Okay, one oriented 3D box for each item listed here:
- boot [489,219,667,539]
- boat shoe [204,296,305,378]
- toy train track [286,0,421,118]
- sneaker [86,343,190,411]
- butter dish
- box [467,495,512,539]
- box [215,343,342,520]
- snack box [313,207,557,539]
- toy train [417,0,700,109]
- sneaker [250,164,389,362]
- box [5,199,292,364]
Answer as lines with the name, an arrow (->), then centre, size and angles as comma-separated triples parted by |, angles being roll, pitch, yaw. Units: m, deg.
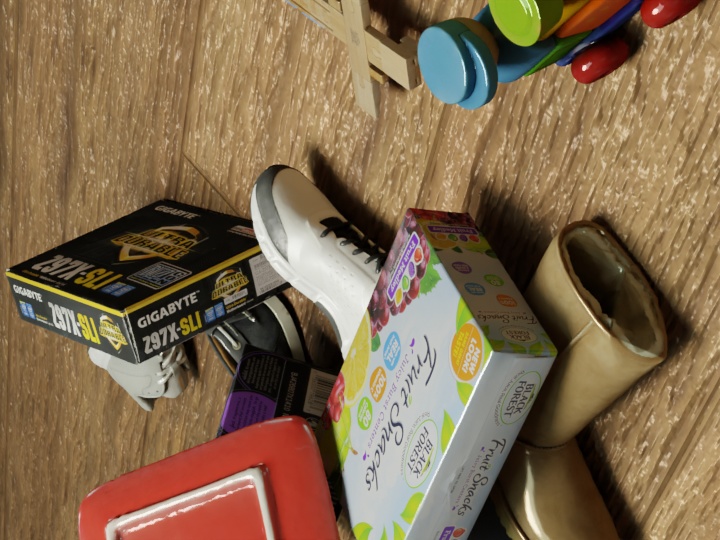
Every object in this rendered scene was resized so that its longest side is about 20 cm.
boot -> 0.136, 0.092, 1.063 | 0.176, 0.066, 0.200 | 53, 147, 14
boat shoe -> -0.070, 0.119, 1.392 | 0.072, 0.067, 0.202 | 6, 121, 55
toy train track -> -0.015, -0.175, 1.118 | 0.200, 0.032, 0.115 | 41, 151, 41
sneaker -> -0.179, 0.063, 1.519 | 0.092, 0.076, 0.200 | 50, 155, 6
butter dish -> -0.076, 0.227, 1.192 | 0.198, 0.148, 0.202 | -22, 69, 19
box -> 0.076, 0.252, 1.235 | 0.149, 0.107, 0.200 | 59, 148, 6
box -> -0.072, 0.179, 1.315 | 0.105, 0.123, 0.201 | 17, 124, -4
snack box -> 0.041, 0.083, 1.090 | 0.143, 0.052, 0.201 | 59, 138, 45
toy train -> 0.113, -0.150, 0.856 | 0.085, 0.115, 0.200 | 59, 149, 4
sneaker -> 0.000, 0.000, 1.206 | 0.201, 0.074, 0.080 | 52, 134, 8
box -> -0.166, 0.004, 1.355 | 0.199, 0.159, 0.050 | 15, 126, 52
